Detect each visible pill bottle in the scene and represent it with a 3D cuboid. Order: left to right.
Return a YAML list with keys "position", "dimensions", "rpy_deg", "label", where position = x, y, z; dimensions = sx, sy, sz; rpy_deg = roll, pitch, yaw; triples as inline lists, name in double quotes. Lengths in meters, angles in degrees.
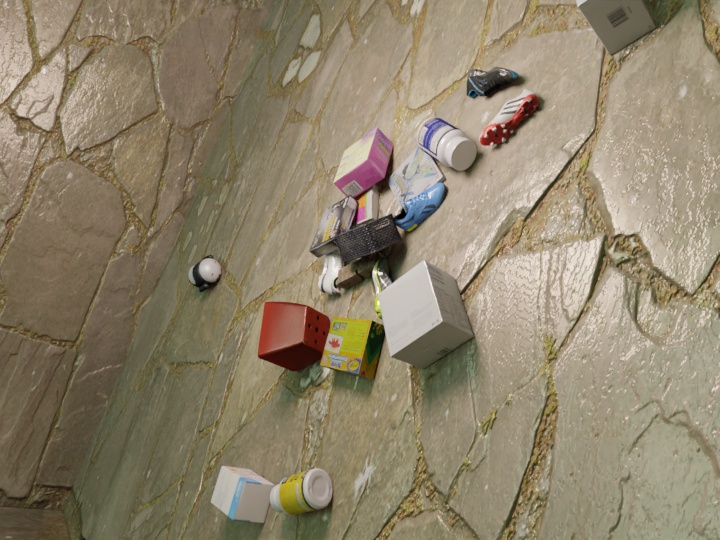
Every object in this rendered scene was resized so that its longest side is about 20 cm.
- position: [-0.186, 0.678, 1.625]
  dimensions: [0.198, 0.110, 0.113]
  rpy_deg: [-31, 49, 36]
  label: "pill bottle"
- position: [0.267, -0.393, 1.664]
  dimensions: [0.117, 0.115, 0.200]
  rpy_deg: [-54, 40, 13]
  label: "pill bottle"

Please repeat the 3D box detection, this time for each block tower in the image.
- position: [0.000, 0.000, 1.817]
  dimensions: [0.198, 0.054, 0.059]
  rpy_deg: [-29, 50, 37]
  label: "block tower"

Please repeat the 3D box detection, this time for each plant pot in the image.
- position: [-0.217, 0.219, 1.855]
  dimensions: [0.174, 0.199, 0.204]
  rpy_deg: [-14, 59, 32]
  label: "plant pot"

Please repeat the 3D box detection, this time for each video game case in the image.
- position: [0.182, -0.305, 1.793]
  dimensions: [0.182, 0.022, 0.202]
  rpy_deg: [-45, 42, 24]
  label: "video game case"

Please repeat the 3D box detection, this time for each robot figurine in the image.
- position: [-0.777, 0.015, 2.670]
  dimensions: [0.198, 0.124, 0.153]
  rpy_deg: [-22, 96, 41]
  label: "robot figurine"

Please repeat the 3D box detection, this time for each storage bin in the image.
- position: [0.023, -0.104, 1.740]
  dimensions: [0.199, 0.134, 0.095]
  rpy_deg: [-16, 98, 57]
  label: "storage bin"

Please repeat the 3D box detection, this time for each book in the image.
- position: [-0.013, -0.220, 1.960]
  dimensions: [0.198, 0.048, 0.136]
  rpy_deg: [-17, 61, 45]
  label: "book"

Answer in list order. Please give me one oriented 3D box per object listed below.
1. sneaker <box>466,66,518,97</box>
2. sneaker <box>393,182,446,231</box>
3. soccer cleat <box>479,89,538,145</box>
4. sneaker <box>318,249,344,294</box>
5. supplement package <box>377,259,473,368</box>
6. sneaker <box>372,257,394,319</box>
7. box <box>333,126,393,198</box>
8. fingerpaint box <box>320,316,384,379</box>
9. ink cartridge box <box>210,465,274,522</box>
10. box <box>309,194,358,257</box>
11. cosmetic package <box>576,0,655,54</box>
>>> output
- position: [0.405, -0.577, 1.652]
  dimensions: [0.199, 0.072, 0.084]
  rpy_deg: [24, 105, 58]
  label: "sneaker"
- position: [0.185, -0.208, 1.694]
  dimensions: [0.200, 0.078, 0.067]
  rpy_deg: [-44, 41, 23]
  label: "sneaker"
- position: [0.425, -0.442, 1.551]
  dimensions: [0.199, 0.068, 0.086]
  rpy_deg: [-41, 35, 23]
  label: "soccer cleat"
- position: [-0.085, -0.012, 1.922]
  dimensions: [0.079, 0.076, 0.204]
  rpy_deg: [4, 77, 37]
  label: "sneaker"
- position: [0.174, 0.123, 1.469]
  dimensions: [0.190, 0.146, 0.203]
  rpy_deg: [-38, 45, 30]
  label: "supplement package"
- position: [0.090, 0.051, 1.683]
  dimensions: [0.080, 0.073, 0.204]
  rpy_deg: [-20, 61, 30]
  label: "sneaker"
- position: [0.012, -0.386, 1.933]
  dimensions: [0.174, 0.096, 0.202]
  rpy_deg: [-28, 34, 38]
  label: "box"
- position: [-0.025, 0.242, 1.700]
  dimensions: [0.198, 0.073, 0.170]
  rpy_deg: [-2, 68, 50]
  label: "fingerpaint box"
- position: [-0.411, 0.760, 1.831]
  dimensions: [0.198, 0.127, 0.128]
  rpy_deg: [2, 72, 49]
  label: "ink cartridge box"
- position: [-0.095, -0.158, 1.924]
  dimensions: [0.157, 0.048, 0.203]
  rpy_deg: [-21, 42, 47]
  label: "box"
- position: [0.622, -0.701, 1.343]
  dimensions: [0.122, 0.198, 0.204]
  rpy_deg: [-24, 53, 39]
  label: "cosmetic package"
